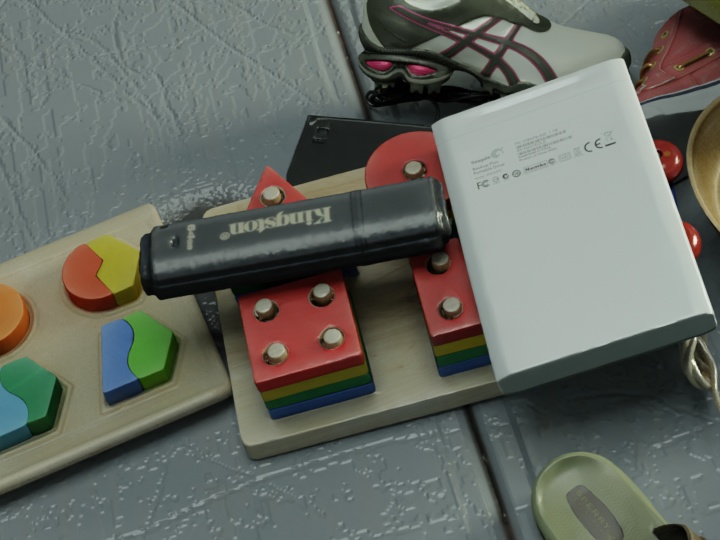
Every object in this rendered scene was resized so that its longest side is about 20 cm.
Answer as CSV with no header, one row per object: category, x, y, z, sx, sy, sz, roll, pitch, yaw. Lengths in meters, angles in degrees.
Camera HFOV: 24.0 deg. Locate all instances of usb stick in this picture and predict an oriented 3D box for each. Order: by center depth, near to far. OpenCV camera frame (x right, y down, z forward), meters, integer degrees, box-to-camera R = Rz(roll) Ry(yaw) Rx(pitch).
usb stick,-0.041,-0.020,1.070,0.199,0.033,0.056,-10,54,5

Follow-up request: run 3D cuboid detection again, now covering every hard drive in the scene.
hard drive,0.126,-0.030,1.041,0.131,0.027,0.201,-18,54,9

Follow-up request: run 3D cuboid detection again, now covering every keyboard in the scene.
keyboard,0.051,-0.088,1.219,0.199,0.021,0.127,8,58,18

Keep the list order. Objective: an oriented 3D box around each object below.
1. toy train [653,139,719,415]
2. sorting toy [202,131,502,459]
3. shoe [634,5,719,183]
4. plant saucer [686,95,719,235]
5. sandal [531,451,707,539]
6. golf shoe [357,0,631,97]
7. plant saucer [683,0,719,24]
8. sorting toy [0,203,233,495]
toy train,0.156,0.013,1.063,0.115,0.085,0.201,-6,49,5
sorting toy,0.000,0.000,1.110,0.199,0.070,0.199,-15,53,2
shoe,0.216,-0.121,1.179,0.199,0.072,0.091,-23,48,-14
plant saucer,0.304,-0.045,1.090,0.199,0.036,0.201,4,49,-5
sandal,0.163,0.170,0.948,0.080,0.057,0.201,-34,52,-16
golf shoe,0.098,-0.171,1.214,0.199,0.088,0.077,4,24,1
plant saucer,0.301,-0.186,1.169,0.200,0.048,0.199,41,32,29
sorting toy,-0.201,0.046,1.149,0.185,0.037,0.200,-23,49,-7
